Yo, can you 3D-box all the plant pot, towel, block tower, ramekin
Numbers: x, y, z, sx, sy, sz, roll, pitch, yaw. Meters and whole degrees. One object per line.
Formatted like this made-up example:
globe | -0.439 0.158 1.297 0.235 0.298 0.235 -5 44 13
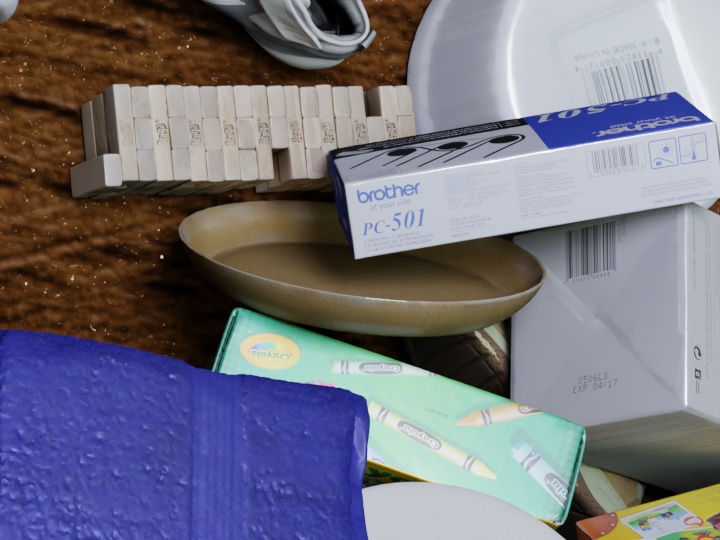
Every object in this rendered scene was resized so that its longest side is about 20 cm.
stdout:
plant pot | 0.000 0.000 1.329 0.199 0.200 0.028 -1 107 -26
towel | -0.089 0.111 1.165 0.199 0.050 0.149 13 55 -22
block tower | -0.060 -0.073 1.377 0.199 0.054 0.058 -4 84 -27
ramekin | 0.136 -0.105 1.453 0.199 0.098 0.202 4 81 -26

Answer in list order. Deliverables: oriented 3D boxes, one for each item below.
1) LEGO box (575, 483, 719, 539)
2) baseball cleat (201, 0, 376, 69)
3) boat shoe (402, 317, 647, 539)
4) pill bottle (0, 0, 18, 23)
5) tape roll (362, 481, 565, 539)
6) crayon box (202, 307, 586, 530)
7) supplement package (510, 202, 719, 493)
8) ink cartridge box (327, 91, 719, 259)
LEGO box | 0.221 0.195 1.354 0.199 0.077 0.150 -12 116 -20
baseball cleat | -0.076 -0.182 1.354 0.199 0.106 0.070 29 77 -18
boat shoe | 0.098 0.072 1.436 0.200 0.071 0.076 54 53 -21
pill bottle | -0.219 -0.236 1.287 0.114 0.114 0.202 14 77 -24
tape roll | 0.037 0.197 1.210 0.201 0.037 0.204 7 52 -9
crayon box | 0.008 0.092 1.324 0.199 0.119 0.059 19 70 -5
supplement package | 0.190 0.050 1.404 0.199 0.121 0.121 22 64 -47
ink cartridge box | 0.087 -0.053 1.329 0.198 0.094 0.045 -10 105 -4
